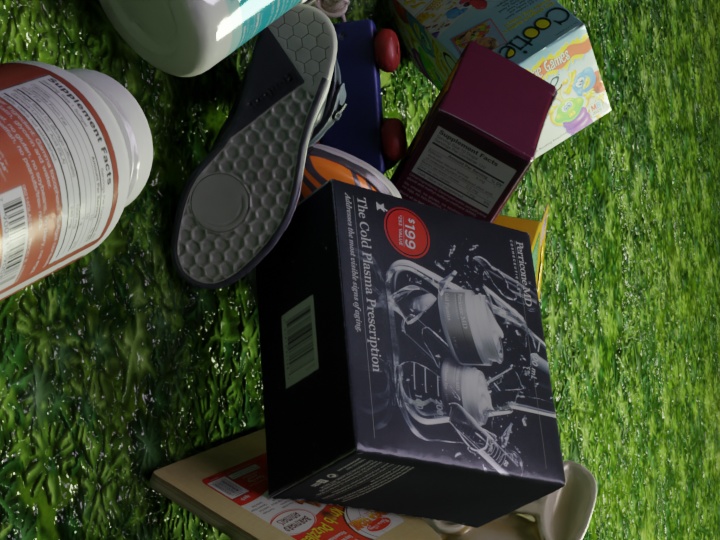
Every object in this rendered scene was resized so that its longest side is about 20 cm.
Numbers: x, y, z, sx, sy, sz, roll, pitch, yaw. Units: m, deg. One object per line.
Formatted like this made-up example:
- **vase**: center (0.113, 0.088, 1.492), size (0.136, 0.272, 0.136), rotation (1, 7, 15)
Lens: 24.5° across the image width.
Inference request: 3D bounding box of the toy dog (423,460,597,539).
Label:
- **toy dog**: center (0.108, 0.258, 1.339), size (0.200, 0.139, 0.195), rotation (98, -6, -55)

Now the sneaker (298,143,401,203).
- **sneaker**: center (0.000, 0.000, 1.276), size (0.200, 0.077, 0.112), rotation (48, 40, -23)

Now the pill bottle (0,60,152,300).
- **pill bottle**: center (-0.189, -0.045, 0.843), size (0.200, 0.112, 0.113), rotation (-38, 121, -63)

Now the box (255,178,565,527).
- **box**: center (0.032, 0.061, 1.158), size (0.182, 0.104, 0.201), rotation (14, 58, -34)

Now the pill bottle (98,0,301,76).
- **pill bottle**: center (-0.069, -0.219, 1.063), size (0.200, 0.111, 0.111), rotation (-42, 129, -28)

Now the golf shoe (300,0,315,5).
- **golf shoe**: center (-0.057, -0.214, 1.205), size (0.200, 0.094, 0.078), rotation (-59, 138, -56)

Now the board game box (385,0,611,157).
- **board game box**: center (0.118, -0.198, 1.468), size (0.200, 0.105, 0.103), rotation (53, -7, 47)

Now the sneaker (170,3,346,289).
- **sneaker**: center (-0.069, -0.081, 1.171), size (0.146, 0.077, 0.203), rotation (-169, -76, -88)

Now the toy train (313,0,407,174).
- **toy train**: center (-0.003, -0.175, 1.349), size (0.116, 0.084, 0.201), rotation (-7, 93, -77)

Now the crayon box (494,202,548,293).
- **crayon box**: center (0.112, 0.042, 1.392), size (0.200, 0.051, 0.126), rotation (-63, 159, -53)

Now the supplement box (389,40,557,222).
- **supplement box**: center (0.072, -0.071, 1.358), size (0.200, 0.085, 0.110), rotation (-60, -177, 41)

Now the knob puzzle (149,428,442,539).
- **knob puzzle**: center (-0.023, 0.180, 1.121), size (0.031, 0.219, 0.220), rotation (-66, 161, 14)
